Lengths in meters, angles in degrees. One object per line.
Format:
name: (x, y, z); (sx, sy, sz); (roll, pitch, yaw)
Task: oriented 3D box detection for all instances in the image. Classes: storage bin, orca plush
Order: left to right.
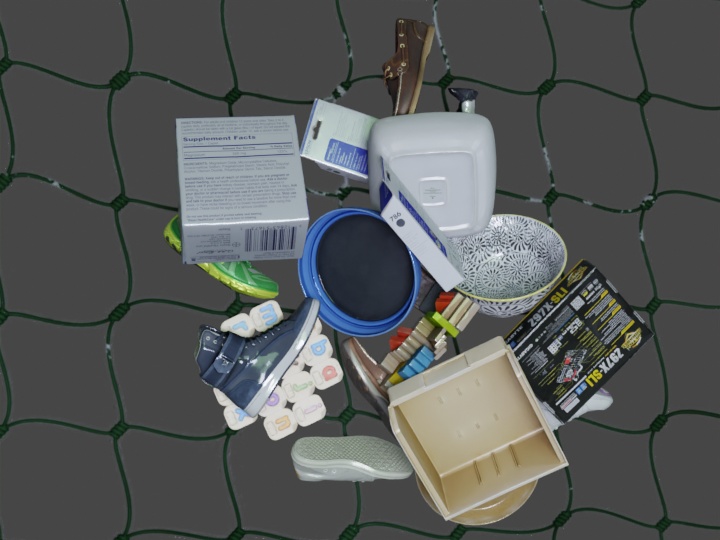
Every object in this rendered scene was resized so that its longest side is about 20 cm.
orca plush: (0.139, -0.191, 1.590); (0.071, 0.105, 0.202); (6, 107, 28)
storage bin: (0.166, 0.227, 1.442); (0.199, 0.094, 0.199); (-26, 117, 8)

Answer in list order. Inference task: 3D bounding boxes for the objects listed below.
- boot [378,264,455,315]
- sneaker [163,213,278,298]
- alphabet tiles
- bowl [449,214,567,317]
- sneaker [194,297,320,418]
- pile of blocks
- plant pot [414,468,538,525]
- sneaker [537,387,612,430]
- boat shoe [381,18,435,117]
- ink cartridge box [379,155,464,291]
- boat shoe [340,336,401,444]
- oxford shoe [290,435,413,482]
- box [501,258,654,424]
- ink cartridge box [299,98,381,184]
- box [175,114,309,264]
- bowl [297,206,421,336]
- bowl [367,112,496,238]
boot: (0.081, 0.023, 1.567); (0.200, 0.097, 0.075); (42, 86, 20)
sneaker: (-0.204, -0.025, 1.512); (0.199, 0.074, 0.084); (35, 84, -5)
alphabet tiles: (-0.135, 0.154, 1.537); (0.194, 0.015, 0.201); (-25, 89, -10)
bowl: (0.223, 0.010, 1.558); (0.199, 0.095, 0.202); (-5, 42, 5)
sneaker: (-0.162, 0.098, 1.491); (0.146, 0.077, 0.203); (35, 82, -7)
pile of blocks: (0.086, 0.102, 1.458); (0.062, 0.082, 0.200); (40, 105, -8)
plant pot: (0.182, 0.299, 1.550); (0.198, 0.027, 0.202); (-1, 101, -3)
sneaker: (0.306, 0.220, 1.592); (0.198, 0.075, 0.101); (1, 104, -11)
boat shoe: (0.067, -0.314, 1.579); (0.070, 0.071, 0.202); (16, 61, -7)
ink cartridge box: (0.077, -0.068, 1.447); (0.039, 0.100, 0.200); (-34, 111, 16)
boat shoe: (0.041, 0.180, 1.542); (0.072, 0.076, 0.201); (-38, 101, -15)
oxford shoe: (-0.015, 0.296, 1.528); (0.198, 0.075, 0.058); (7, 125, -17)
box: (0.322, 0.108, 1.499); (0.200, 0.049, 0.160); (-46, 113, 2)
ink cartridge box: (0.006, -0.194, 1.576); (0.198, 0.039, 0.100); (19, 82, -9)
box: (-0.180, -0.122, 1.472); (0.182, 0.105, 0.201); (-3, 58, -11)
bowl: (0.000, 0.000, 1.509); (0.199, 0.039, 0.203); (7, 108, 23)
bowl: (0.111, -0.133, 1.509); (0.198, 0.075, 0.201); (-3, 119, 2)
